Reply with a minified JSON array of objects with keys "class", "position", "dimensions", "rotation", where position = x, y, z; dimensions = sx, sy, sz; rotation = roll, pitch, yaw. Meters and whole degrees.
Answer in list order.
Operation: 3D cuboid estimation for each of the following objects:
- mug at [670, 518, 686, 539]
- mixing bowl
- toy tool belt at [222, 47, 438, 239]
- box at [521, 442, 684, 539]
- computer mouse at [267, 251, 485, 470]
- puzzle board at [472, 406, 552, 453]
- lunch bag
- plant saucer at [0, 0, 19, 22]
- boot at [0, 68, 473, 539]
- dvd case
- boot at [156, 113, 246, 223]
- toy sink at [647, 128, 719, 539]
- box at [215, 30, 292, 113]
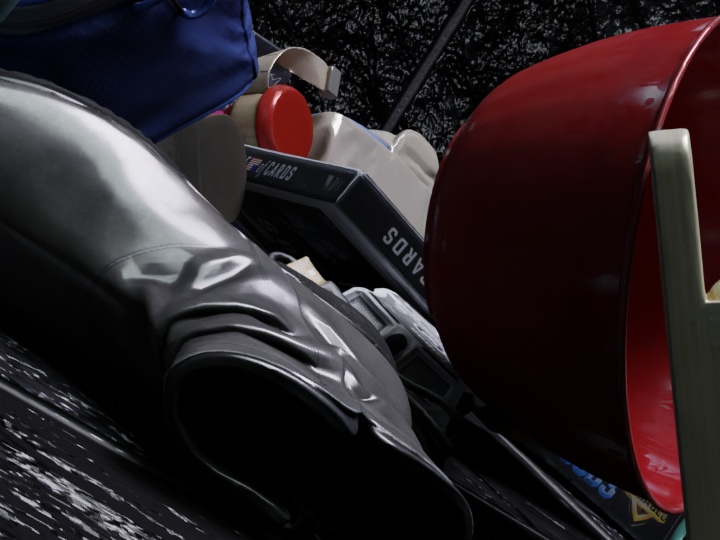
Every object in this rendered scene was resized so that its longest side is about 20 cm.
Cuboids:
[{"class":"mug","position":[0.207,0.105,0.983],"dimensions":[0.185,0.114,0.152],"rotation":[32,-21,31]},{"class":"mixing bowl","position":[0.093,-0.009,1.001],"dimensions":[0.108,0.202,0.200],"rotation":[7,-8,25]},{"class":"toy tool belt","position":[-0.048,-0.046,1.415],"dimensions":[0.122,0.126,0.200],"rotation":[-3,-21,32]},{"class":"box","position":[0.192,0.137,1.382],"dimensions":[0.198,0.050,0.200],"rotation":[30,5,-31]},{"class":"computer mouse","position":[0.011,0.044,1.037],"dimensions":[0.110,0.044,0.200],"rotation":[44,5,12]},{"class":"puzzle board","position":[0.062,0.039,1.247],"dimensions":[0.151,0.017,0.200],"rotation":[47,-12,-18]},{"class":"lunch bag","position":[-0.134,-0.131,0.978],"dimensions":[0.199,0.136,0.133],"rotation":[28,-42,39]},{"class":"plant saucer","position":[-0.163,-0.152,0.893],"dimensions":[0.200,0.201,0.027],"rotation":[35,9,39]},{"class":"boot","position":[-0.057,0.012,0.717],"dimensions":[0.199,0.070,0.132],"rotation":[27,10,-16]},{"class":"dvd case","position":[0.000,0.000,1.209],"dimensions":[0.150,0.025,0.200],"rotation":[47,-13,-22]},{"class":"boot","position":[-0.122,-0.044,1.099],"dimensions":[0.075,0.074,0.200],"rotation":[1,-1,19]},{"class":"toy sink","position":[0.161,0.050,0.827],"dimensions":[0.111,0.202,0.130],"rotation":[-6,-2,7]},{"class":"box","position":[-0.160,-0.136,1.457],"dimensions":[0.132,0.115,0.200],"rotation":[34,2,42]}]
